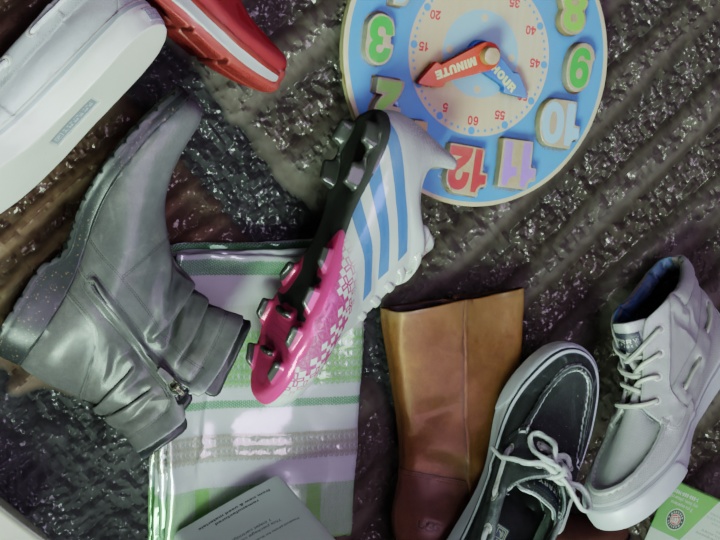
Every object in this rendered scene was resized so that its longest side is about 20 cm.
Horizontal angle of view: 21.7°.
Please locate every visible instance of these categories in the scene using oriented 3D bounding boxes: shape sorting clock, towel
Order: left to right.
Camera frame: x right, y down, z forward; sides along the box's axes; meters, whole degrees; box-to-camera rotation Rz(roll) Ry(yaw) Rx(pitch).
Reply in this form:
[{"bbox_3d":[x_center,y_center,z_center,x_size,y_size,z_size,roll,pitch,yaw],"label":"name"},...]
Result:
[{"bbox_3d":[-0.064,0.081,1.207,0.148,0.031,0.202,-2,100,-24],"label":"towel"},{"bbox_3d":[0.078,-0.142,1.231,0.199,0.039,0.202,-5,101,-25],"label":"shape sorting clock"}]

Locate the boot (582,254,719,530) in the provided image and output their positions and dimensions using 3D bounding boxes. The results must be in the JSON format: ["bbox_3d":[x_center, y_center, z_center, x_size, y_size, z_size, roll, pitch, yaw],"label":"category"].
[{"bbox_3d":[0.189,0.077,1.278,0.096,0.073,0.200,59,44,-24],"label":"boot"}]

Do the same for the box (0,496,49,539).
[{"bbox_3d":[-0.280,0.128,1.090,0.200,0.068,0.082,45,79,-25],"label":"box"}]

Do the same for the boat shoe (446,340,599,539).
[{"bbox_3d":[0.111,0.137,1.218,0.073,0.068,0.200,37,73,-19],"label":"boat shoe"}]

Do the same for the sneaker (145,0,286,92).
[{"bbox_3d":[-0.095,-0.205,1.117,0.200,0.078,0.116,42,82,-26],"label":"sneaker"}]

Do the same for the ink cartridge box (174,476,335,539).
[{"bbox_3d":[-0.023,0.240,1.144,0.083,0.200,0.147,-28,121,-13],"label":"ink cartridge box"}]

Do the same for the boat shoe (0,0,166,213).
[{"bbox_3d":[-0.204,-0.096,1.089,0.200,0.072,0.069,-45,78,8],"label":"boat shoe"}]

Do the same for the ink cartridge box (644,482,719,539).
[{"bbox_3d":[0.237,0.264,1.333,0.067,0.117,0.201,26,88,-29],"label":"ink cartridge box"}]

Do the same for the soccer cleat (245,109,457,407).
[{"bbox_3d":[0.000,0.000,1.170,0.086,0.070,0.201,24,88,-28],"label":"soccer cleat"}]

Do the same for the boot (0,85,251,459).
[{"bbox_3d":[-0.118,0.001,1.129,0.131,0.070,0.201,32,96,-7],"label":"boot"}]

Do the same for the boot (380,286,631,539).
[{"bbox_3d":[0.101,0.112,1.287,0.187,0.068,0.202,-3,93,-18],"label":"boot"}]
